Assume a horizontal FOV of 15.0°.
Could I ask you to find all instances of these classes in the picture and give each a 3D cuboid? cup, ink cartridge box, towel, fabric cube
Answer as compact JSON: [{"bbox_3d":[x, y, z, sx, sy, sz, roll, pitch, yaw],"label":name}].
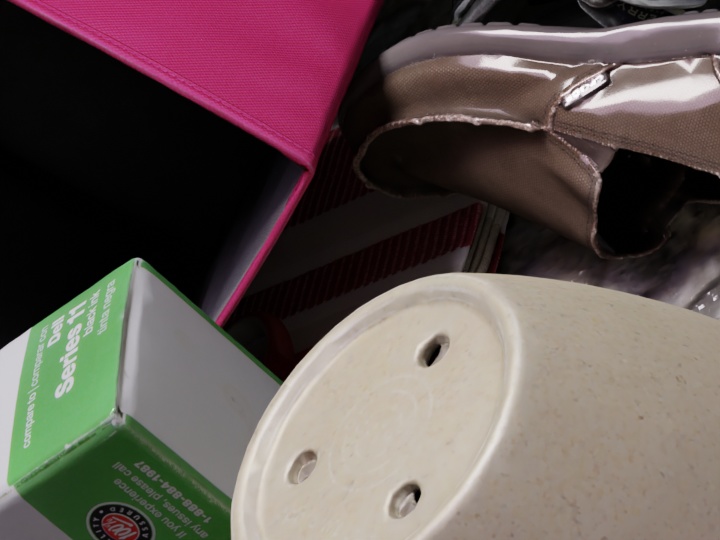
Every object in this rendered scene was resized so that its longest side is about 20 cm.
[{"bbox_3d":[0.049,0.081,0.753,0.200,0.143,0.200,-31,36,26],"label":"cup"},{"bbox_3d":[-0.101,0.109,0.906,0.200,0.147,0.083,-32,33,24],"label":"ink cartridge box"},{"bbox_3d":[0.000,0.000,1.019,0.144,0.023,0.200,-21,39,41],"label":"towel"},{"bbox_3d":[-0.119,-0.063,0.975,0.200,0.196,0.199,-58,7,34],"label":"fabric cube"}]

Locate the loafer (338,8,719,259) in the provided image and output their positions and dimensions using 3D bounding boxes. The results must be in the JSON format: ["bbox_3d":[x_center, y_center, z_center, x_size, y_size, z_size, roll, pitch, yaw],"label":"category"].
[{"bbox_3d":[0.072,-0.041,0.905,0.200,0.073,0.071,-5,69,40],"label":"loafer"}]

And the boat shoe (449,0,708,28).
[{"bbox_3d":[0.100,-0.110,0.942,0.200,0.072,0.071,-21,53,58],"label":"boat shoe"}]

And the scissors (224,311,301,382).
[{"bbox_3d":[-0.011,0.048,0.942,0.200,0.014,0.073,3,56,55],"label":"scissors"}]
